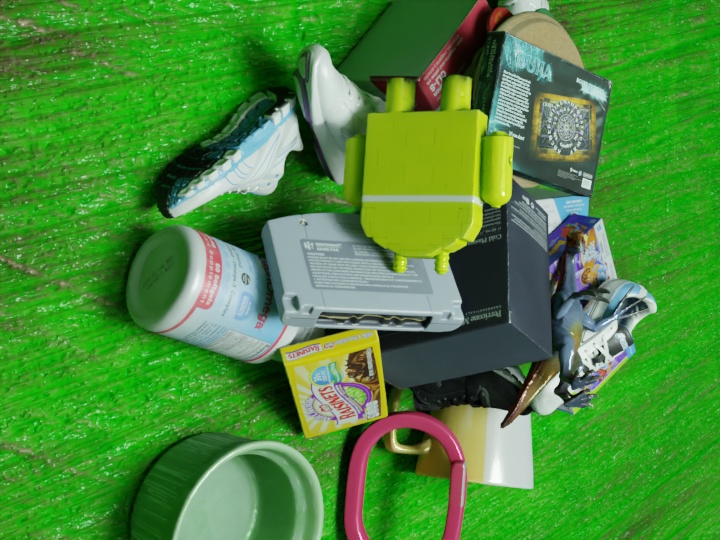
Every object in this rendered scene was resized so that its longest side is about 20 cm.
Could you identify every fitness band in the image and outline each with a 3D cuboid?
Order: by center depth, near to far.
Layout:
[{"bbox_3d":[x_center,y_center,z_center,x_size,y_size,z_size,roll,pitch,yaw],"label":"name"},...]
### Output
[{"bbox_3d":[0.054,0.268,1.403,0.037,0.143,0.201,-14,110,-75],"label":"fitness band"}]

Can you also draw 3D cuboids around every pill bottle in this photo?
[{"bbox_3d":[-0.131,0.033,1.199,0.200,0.109,0.109,23,81,-44],"label":"pill bottle"}]

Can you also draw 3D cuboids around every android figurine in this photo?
[{"bbox_3d":[0.065,-0.096,1.188,0.041,0.181,0.201,11,80,-66],"label":"android figurine"}]

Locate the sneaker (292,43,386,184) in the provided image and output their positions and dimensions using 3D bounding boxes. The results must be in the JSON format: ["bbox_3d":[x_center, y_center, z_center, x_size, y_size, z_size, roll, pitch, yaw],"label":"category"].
[{"bbox_3d":[-0.013,-0.177,1.255,0.099,0.075,0.200,-18,147,2],"label":"sneaker"}]

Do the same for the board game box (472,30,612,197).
[{"bbox_3d":[0.196,-0.164,1.265,0.200,0.028,0.136,13,88,-44],"label":"board game box"}]

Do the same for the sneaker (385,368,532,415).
[{"bbox_3d":[0.109,0.141,1.400,0.088,0.200,0.076,-56,152,-17],"label":"sneaker"}]

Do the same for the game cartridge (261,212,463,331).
[{"bbox_3d":[0.000,0.000,1.206,0.199,0.041,0.134,4,52,-24],"label":"game cartridge"}]

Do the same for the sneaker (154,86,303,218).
[{"bbox_3d":[-0.124,-0.103,1.211,0.200,0.075,0.087,-43,130,-30],"label":"sneaker"}]

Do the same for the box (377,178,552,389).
[{"bbox_3d":[0.101,0.017,1.307,0.104,0.199,0.183,37,48,-45],"label":"box"}]

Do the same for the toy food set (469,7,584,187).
[{"bbox_3d":[0.184,-0.193,1.303,0.198,0.049,0.200,44,67,-39],"label":"toy food set"}]

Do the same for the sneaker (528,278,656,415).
[{"bbox_3d":[0.264,0.088,1.350,0.200,0.072,0.072,-47,128,-17],"label":"sneaker"}]

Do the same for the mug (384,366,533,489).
[{"bbox_3d":[0.140,0.188,1.471,0.186,0.149,0.154,18,77,-51],"label":"mug"}]

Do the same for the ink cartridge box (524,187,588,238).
[{"bbox_3d":[0.181,0.001,1.468,0.146,0.146,0.201,-9,105,-42],"label":"ink cartridge box"}]

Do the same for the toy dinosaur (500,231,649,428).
[{"bbox_3d":[0.220,0.051,1.294,0.105,0.199,0.182,59,15,-56],"label":"toy dinosaur"}]

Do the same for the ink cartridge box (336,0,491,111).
[{"bbox_3d":[0.096,-0.192,1.353,0.145,0.145,0.200,-54,129,-23],"label":"ink cartridge box"}]

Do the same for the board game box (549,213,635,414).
[{"bbox_3d":[0.258,0.053,1.418,0.134,0.045,0.200,-39,123,-30],"label":"board game box"}]

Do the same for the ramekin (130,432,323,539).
[{"bbox_3d":[-0.144,0.267,1.235,0.200,0.098,0.201,-10,104,-43],"label":"ramekin"}]

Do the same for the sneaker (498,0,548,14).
[{"bbox_3d":[0.193,-0.365,1.472,0.099,0.075,0.201,25,75,-30],"label":"sneaker"}]

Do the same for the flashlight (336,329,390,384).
[{"bbox_3d":[-0.027,0.053,1.337,0.068,0.068,0.200,-30,122,7],"label":"flashlight"}]

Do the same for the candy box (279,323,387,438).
[{"bbox_3d":[-0.025,0.124,1.274,0.200,0.102,0.026,81,-5,-60],"label":"candy box"}]
